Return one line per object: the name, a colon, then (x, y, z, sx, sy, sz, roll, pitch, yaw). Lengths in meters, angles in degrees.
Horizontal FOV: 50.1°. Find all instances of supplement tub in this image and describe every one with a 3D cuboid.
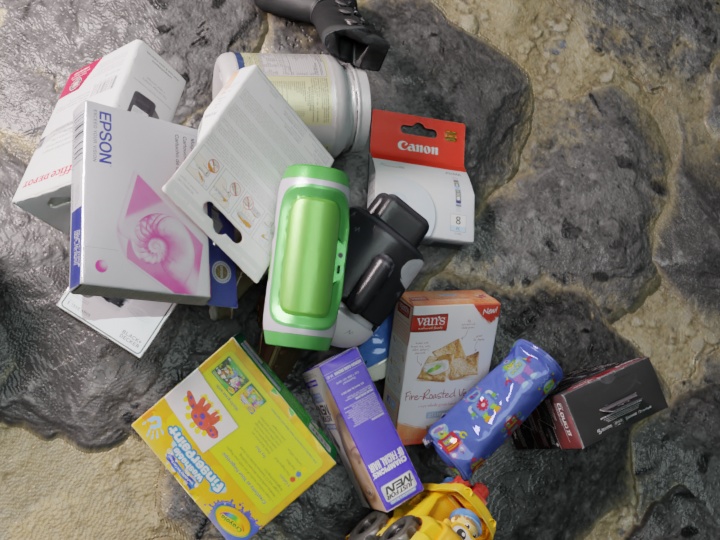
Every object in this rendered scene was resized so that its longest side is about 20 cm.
supplement tub: (-0.097, -0.223, 1.059, 0.197, 0.145, 0.147, -4, 79, -18)

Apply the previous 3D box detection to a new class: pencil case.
pencil case: (0.172, 0.178, 1.004, 0.200, 0.087, 0.078, -44, 135, -8)

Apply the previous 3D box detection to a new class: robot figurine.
robot figurine: (-0.001, -0.001, 0.975, 0.124, 0.150, 0.201, 36, 89, 24)

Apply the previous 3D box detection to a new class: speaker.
speaker: (-0.060, -0.013, 0.878, 0.087, 0.088, 0.203, 8, 85, -15)

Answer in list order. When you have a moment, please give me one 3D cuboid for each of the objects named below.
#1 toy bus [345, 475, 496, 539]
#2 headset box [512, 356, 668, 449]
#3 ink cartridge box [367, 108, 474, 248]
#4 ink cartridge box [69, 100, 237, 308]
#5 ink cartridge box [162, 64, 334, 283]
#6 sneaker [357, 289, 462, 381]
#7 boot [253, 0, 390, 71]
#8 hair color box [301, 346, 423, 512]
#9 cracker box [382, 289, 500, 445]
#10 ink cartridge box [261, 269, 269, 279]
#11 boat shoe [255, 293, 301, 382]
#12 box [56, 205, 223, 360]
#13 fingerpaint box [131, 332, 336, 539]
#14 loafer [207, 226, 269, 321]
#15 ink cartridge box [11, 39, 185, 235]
toy bus: (0.104, 0.334, 0.979, 0.191, 0.200, 0.136, -39, 93, -28)
headset box: (0.309, 0.186, 1.067, 0.147, 0.200, 0.078, -19, 84, -21)
ink cartridge box: (0.092, -0.142, 1.152, 0.158, 0.047, 0.203, 6, 79, -16)
ink cartridge box: (-0.212, -0.066, 0.838, 0.198, 0.043, 0.199, 7, 71, -40)
ink cartridge box: (-0.132, -0.112, 0.903, 0.162, 0.050, 0.201, 48, 60, -31)
sneaker: (0.062, 0.055, 1.080, 0.199, 0.077, 0.112, -32, 102, -14)
boot: (-0.060, -0.350, 1.083, 0.162, 0.066, 0.201, 0, 40, -17)
hair color box: (-0.001, 0.209, 1.015, 0.064, 0.109, 0.202, -26, 86, -20)
cracker box: (0.105, 0.130, 1.037, 0.132, 0.058, 0.203, -1, 108, -23)
ink cartridge box: (-0.221, -0.066, 1.019, 0.197, 0.084, 0.148, 0, 78, -17)
boat shoe: (-0.106, 0.060, 1.043, 0.067, 0.072, 0.203, 14, 81, 21)
box: (-0.254, -0.008, 0.921, 0.116, 0.060, 0.202, 33, 74, -9)
fingerpaint box: (-0.153, 0.209, 0.962, 0.166, 0.073, 0.201, -41, 92, 0)
loafer: (-0.132, -0.026, 0.953, 0.069, 0.075, 0.202, 22, 72, -8)
ink cartridge box: (-0.308, -0.154, 0.916, 0.083, 0.144, 0.203, 39, 52, -43)
